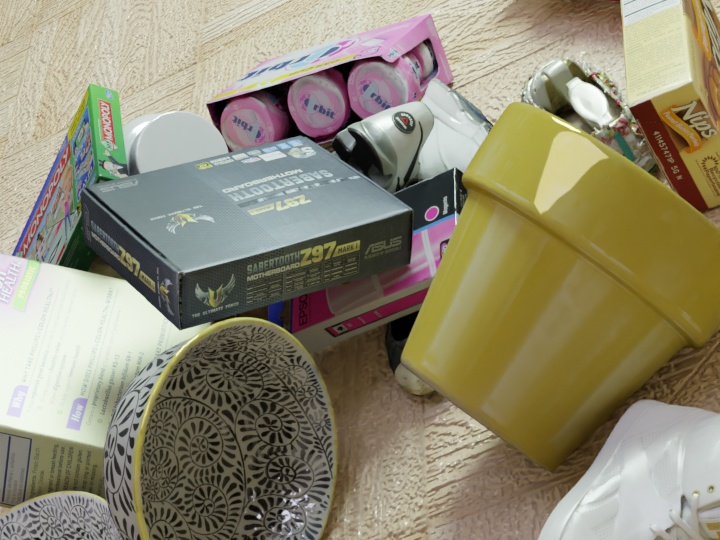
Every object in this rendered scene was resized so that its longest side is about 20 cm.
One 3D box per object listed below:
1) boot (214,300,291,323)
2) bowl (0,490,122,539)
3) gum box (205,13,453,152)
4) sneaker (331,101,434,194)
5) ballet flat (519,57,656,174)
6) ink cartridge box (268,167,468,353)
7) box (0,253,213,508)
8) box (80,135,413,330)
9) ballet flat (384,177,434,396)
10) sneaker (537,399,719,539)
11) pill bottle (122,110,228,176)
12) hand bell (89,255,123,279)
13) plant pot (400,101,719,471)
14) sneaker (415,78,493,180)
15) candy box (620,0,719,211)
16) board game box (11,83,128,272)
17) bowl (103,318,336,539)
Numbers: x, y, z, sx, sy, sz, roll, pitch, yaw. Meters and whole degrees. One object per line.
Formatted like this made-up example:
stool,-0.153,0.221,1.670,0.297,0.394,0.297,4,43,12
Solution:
boot,-0.090,-0.011,1.591,0.075,0.074,0.201,2,29,-9
bowl,-0.225,0.266,1.338,0.199,0.094,0.202,-24,36,18
gum box,-0.022,-0.161,1.658,0.198,0.067,0.114,-12,18,31
sneaker,0.006,-0.073,1.523,0.088,0.074,0.200,-34,-4,-31
ballet flat,0.177,-0.135,1.490,0.075,0.064,0.200,-38,34,-2
ink cartridge box,0.000,0.000,1.430,0.199,0.037,0.095,-24,48,29
box,-0.226,0.095,1.449,0.198,0.097,0.177,13,44,-5
box,-0.084,-0.033,1.372,0.198,0.051,0.158,-16,34,-29
ballet flat,0.042,0.014,1.433,0.066,0.057,0.201,-19,43,18
sneaker,0.183,0.160,1.130,0.115,0.074,0.201,0,47,45
pill bottle,-0.181,-0.071,1.616,0.112,0.111,0.200,-52,9,-22
hand bell,-0.152,-0.002,1.521,0.200,0.104,0.105,-31,27,49
plant pot,0.130,0.021,1.252,0.190,0.200,0.200,-55,36,0
sneaker,0.088,-0.081,1.515,0.087,0.074,0.200,-50,30,6
candy box,0.242,-0.152,1.408,0.055,0.116,0.201,-19,38,20
board game box,-0.246,-0.037,1.561,0.201,0.029,0.135,-60,28,30
bowl,-0.114,0.133,1.293,0.094,0.201,0.202,1,49,40
